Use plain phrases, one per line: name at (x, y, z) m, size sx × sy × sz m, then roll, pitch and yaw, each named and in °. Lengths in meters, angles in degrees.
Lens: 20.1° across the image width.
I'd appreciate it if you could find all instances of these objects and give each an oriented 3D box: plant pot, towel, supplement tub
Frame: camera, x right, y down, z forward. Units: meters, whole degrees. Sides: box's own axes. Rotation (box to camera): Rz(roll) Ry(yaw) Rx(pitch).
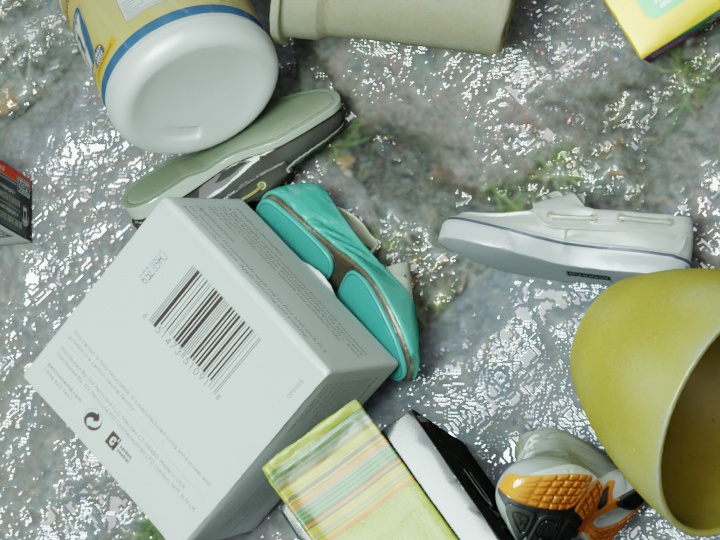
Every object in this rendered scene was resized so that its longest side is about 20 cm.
plant pot at (0.240, 0.078, 1.516) m, size 0.142 × 0.200 × 0.200 m, roll 30°, pitch 86°, yaw 43°
towel at (0.019, 0.191, 1.408) m, size 0.086 × 0.018 × 0.200 m, roll -39°, pitch 73°, yaw 5°
supplement tub at (-0.165, -0.210, 1.668) m, size 0.145 × 0.145 × 0.200 m, roll -31°, pitch 56°, yaw 5°
plant pot at (0.042, -0.257, 1.634) m, size 0.183 × 0.200 × 0.201 m, roll 15°, pitch 82°, yaw 4°

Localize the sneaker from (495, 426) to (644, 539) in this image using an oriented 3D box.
sneaker at (0.137, 0.156, 1.511) m, size 0.092 × 0.200 × 0.076 m, roll 42°, pitch 101°, yaw 27°

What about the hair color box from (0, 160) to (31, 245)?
hair color box at (-0.391, -0.052, 1.727) m, size 0.200 × 0.102 × 0.061 m, roll -5°, pitch 77°, yaw 12°

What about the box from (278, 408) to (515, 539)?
box at (0.050, 0.208, 1.511) m, size 0.124 × 0.200 × 0.149 m, roll -36°, pitch 73°, yaw 5°

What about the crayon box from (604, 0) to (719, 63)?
crayon box at (0.266, -0.292, 1.615) m, size 0.200 × 0.058 × 0.173 m, roll -32°, pitch 85°, yaw 14°

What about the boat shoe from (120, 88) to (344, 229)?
boat shoe at (-0.098, -0.083, 1.686) m, size 0.201 × 0.061 × 0.072 m, roll -28°, pitch 29°, yaw -2°

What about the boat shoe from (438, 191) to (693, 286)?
boat shoe at (0.164, -0.031, 1.605) m, size 0.200 × 0.072 × 0.066 m, roll 8°, pitch 76°, yaw 14°

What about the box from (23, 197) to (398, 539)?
box at (-0.118, 0.078, 1.592) m, size 0.199 × 0.131 × 0.200 m, roll 46°, pitch 109°, yaw 18°

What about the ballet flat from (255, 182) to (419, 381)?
ballet flat at (0.000, 0.000, 1.639) m, size 0.070 × 0.067 × 0.200 m, roll -28°, pitch 67°, yaw -34°
